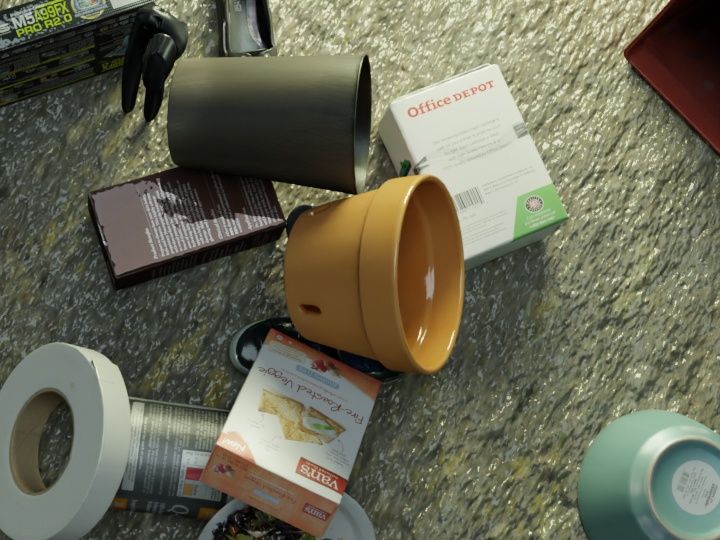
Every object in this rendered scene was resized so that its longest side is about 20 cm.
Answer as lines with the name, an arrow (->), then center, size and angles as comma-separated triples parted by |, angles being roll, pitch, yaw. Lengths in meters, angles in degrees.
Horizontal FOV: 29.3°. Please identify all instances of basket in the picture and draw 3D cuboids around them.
basket -> -0.094, -0.158, 1.444 | 0.198, 0.181, 0.137 | 5, 68, 6

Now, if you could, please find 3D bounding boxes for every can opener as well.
can opener -> -0.231, -0.218, 1.479 | 0.063, 0.200, 0.079 | 31, 65, -6

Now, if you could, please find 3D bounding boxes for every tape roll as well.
tape roll -> -0.306, 0.173, 1.380 | 0.037, 0.201, 0.205 | 20, 69, -46

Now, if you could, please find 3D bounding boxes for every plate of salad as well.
plate of salad -> -0.076, 0.306, 1.409 | 0.198, 0.048, 0.202 | -6, 116, -13

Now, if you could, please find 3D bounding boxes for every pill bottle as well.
pill bottle -> -0.175, 0.198, 1.429 | 0.198, 0.116, 0.118 | 9, 75, -9

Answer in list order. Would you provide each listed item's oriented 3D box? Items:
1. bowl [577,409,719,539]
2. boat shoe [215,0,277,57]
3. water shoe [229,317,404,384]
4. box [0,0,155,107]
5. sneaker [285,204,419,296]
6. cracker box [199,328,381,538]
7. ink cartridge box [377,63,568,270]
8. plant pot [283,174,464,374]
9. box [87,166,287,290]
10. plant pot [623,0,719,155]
bowl -> 0.350, 0.247, 1.522 | 0.198, 0.105, 0.203 | 2, 76, -9
boat shoe -> -0.132, -0.274, 1.584 | 0.066, 0.057, 0.202 | -8, 78, -12
water shoe -> -0.042, 0.082, 1.502 | 0.198, 0.079, 0.072 | 3, 75, -10
box -> -0.323, -0.248, 1.489 | 0.198, 0.160, 0.045 | -21, 82, -14
sneaker -> 0.000, 0.000, 1.542 | 0.200, 0.078, 0.066 | 39, 103, 4
cracker box -> -0.066, 0.159, 1.389 | 0.133, 0.058, 0.201 | 26, 35, -3
ink cartridge box -> 0.125, -0.114, 1.579 | 0.145, 0.084, 0.202 | -21, 81, -15
plant pot -> 0.011, 0.003, 1.416 | 0.139, 0.200, 0.202 | 0, 73, 24
box -> -0.191, -0.058, 1.513 | 0.198, 0.075, 0.101 | -17, 80, -16
plant pot -> 0.472, -0.284, 1.639 | 0.200, 0.200, 0.176 | 45, 62, 2
